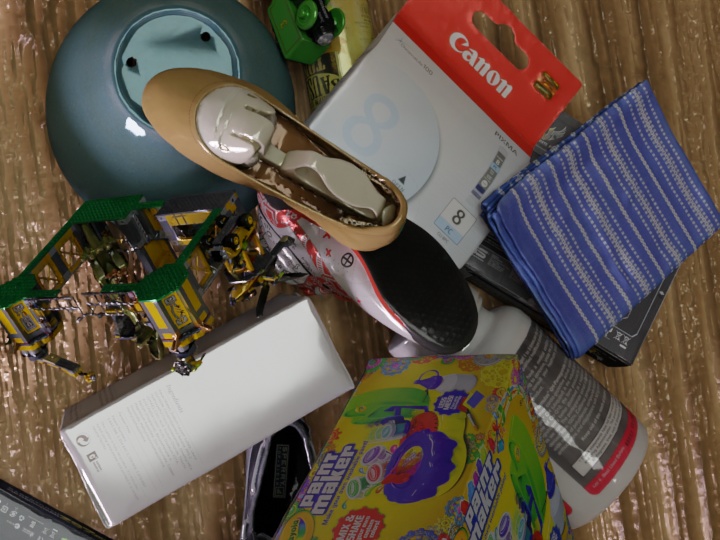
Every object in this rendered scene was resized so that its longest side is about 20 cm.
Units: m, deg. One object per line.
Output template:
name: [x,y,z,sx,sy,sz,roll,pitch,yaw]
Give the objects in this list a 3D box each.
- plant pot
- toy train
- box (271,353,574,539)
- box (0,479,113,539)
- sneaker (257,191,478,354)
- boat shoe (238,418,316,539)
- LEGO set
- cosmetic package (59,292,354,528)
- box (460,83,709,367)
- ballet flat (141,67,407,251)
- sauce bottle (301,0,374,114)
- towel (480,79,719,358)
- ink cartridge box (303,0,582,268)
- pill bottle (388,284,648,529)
plant pot: [-0.139,-0.132,0.799,0.198,0.135,0.202,1,85,-11]
toy train: [-0.064,-0.249,0.839,0.041,0.056,0.201,4,56,-43]
box: [0.051,0.195,0.733,0.200,0.121,0.194,-59,135,-48]
box: [-0.260,0.251,0.783,0.199,0.051,0.159,30,80,-8]
sneaker: [0.000,-0.001,0.811,0.201,0.108,0.067,42,64,10]
boat shoe: [-0.058,0.211,0.817,0.071,0.068,0.202,4,87,-11]
LEGO set: [-0.144,0.027,0.751,0.198,0.154,0.116,-9,126,23]
cosmetic package: [-0.116,0.096,0.793,0.199,0.113,0.082,-27,97,-11]
box: [0.171,-0.036,0.897,0.199,0.048,0.159,30,79,-7]
ballet flat: [-0.051,-0.081,0.715,0.199,0.063,0.069,28,78,-13]
sauce bottle: [-0.008,-0.130,0.860,0.065,0.066,0.202,-11,85,-12]
towel: [0.197,-0.043,0.844,0.200,0.024,0.145,-38,101,-23]
ink cartridge box: [0.072,-0.126,0.828,0.160,0.047,0.200,41,80,-13]
pill bottle: [0.120,0.100,0.843,0.200,0.111,0.111,43,79,-5]
